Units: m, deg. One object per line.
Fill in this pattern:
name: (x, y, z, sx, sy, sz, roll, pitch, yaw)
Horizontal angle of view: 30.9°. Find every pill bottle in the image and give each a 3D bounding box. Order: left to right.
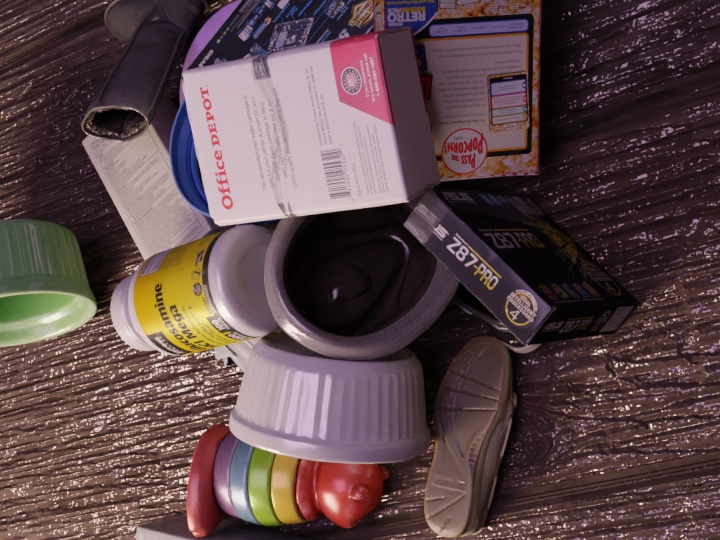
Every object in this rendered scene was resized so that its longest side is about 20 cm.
pill bottle: (-0.167, 0.027, 1.351, 0.199, 0.112, 0.113, -16, 81, 42)

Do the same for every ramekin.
ramekin: (-0.421, 0.015, 1.558, 0.199, 0.200, 0.098, -23, 70, 30)
ramekin: (-0.028, 0.121, 1.299, 0.201, 0.202, 0.095, 9, 98, 32)

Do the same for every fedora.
fedora: (0.000, 0.000, 1.269, 0.177, 0.090, 0.200, 41, 75, 6)

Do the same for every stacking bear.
stacking bear: (-0.071, 0.225, 1.388, 0.199, 0.121, 0.114, 1, 97, 23)

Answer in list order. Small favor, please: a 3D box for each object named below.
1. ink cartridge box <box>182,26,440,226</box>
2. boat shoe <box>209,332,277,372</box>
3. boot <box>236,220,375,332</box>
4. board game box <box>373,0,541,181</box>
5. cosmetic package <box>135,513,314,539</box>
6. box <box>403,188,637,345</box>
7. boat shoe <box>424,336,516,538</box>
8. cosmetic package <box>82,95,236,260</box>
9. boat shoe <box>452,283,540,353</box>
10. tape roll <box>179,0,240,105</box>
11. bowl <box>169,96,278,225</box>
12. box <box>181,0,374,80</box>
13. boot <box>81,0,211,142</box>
ink cartridge box: (-0.045, -0.127, 1.168, 0.199, 0.084, 0.146, -6, 102, 27)
boat shoe: (-0.134, 0.077, 1.446, 0.201, 0.070, 0.072, 40, 108, 25)
boot: (-0.050, 0.001, 1.391, 0.199, 0.072, 0.155, 22, 117, 7)
board game box: (0.089, -0.184, 1.205, 0.151, 0.046, 0.201, -5, 110, -10)
cosmetic package: (-0.142, 0.327, 1.428, 0.199, 0.107, 0.091, 9, 94, 34)
box: (0.151, -0.005, 1.191, 0.161, 0.200, 0.049, 45, 113, 25)
boat shoe: (0.116, 0.166, 1.302, 0.073, 0.063, 0.202, 8, 87, 36)
cosmetic package: (-0.228, -0.097, 1.505, 0.103, 0.073, 0.201, -38, 70, 26)
boat shoe: (0.108, -0.003, 1.287, 0.072, 0.068, 0.200, -48, 55, 8)
tape roll: (-0.102, -0.195, 1.433, 0.199, 0.066, 0.201, 0, 90, 33)
bowl: (-0.103, -0.139, 1.339, 0.200, 0.039, 0.202, -11, 66, 25)
box: (-0.066, -0.219, 1.294, 0.200, 0.046, 0.159, -50, 57, 6)
boot: (-0.259, -0.229, 1.465, 0.181, 0.072, 0.201, -10, 55, 47)
